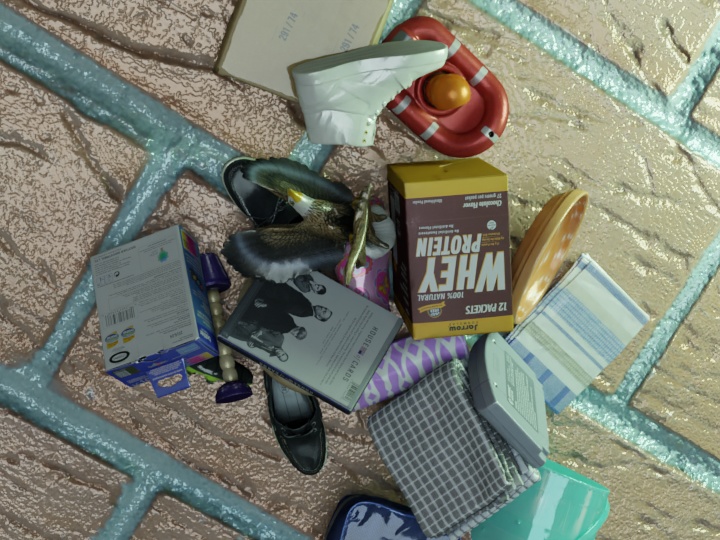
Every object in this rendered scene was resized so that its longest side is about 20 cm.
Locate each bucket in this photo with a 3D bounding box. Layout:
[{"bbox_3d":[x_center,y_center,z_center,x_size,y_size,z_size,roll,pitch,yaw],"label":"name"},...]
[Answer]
[{"bbox_3d":[0.242,0.332,1.686,0.206,0.207,0.136,23,90,-10],"label":"bucket"}]

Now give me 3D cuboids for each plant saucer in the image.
[{"bbox_3d":[0.243,-0.023,1.627,0.037,0.200,0.201,30,97,16],"label":"plant saucer"}]

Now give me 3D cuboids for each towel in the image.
[{"bbox_3d":[0.301,0.091,1.733,0.147,0.024,0.200,41,96,-14],"label":"towel"},{"bbox_3d":[0.117,0.240,1.613,0.165,0.085,0.201,-38,68,21],"label":"towel"}]

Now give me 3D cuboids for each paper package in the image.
[{"bbox_3d":[-0.070,-0.317,1.571,0.189,0.103,0.201,20,98,-11],"label":"paper package"}]

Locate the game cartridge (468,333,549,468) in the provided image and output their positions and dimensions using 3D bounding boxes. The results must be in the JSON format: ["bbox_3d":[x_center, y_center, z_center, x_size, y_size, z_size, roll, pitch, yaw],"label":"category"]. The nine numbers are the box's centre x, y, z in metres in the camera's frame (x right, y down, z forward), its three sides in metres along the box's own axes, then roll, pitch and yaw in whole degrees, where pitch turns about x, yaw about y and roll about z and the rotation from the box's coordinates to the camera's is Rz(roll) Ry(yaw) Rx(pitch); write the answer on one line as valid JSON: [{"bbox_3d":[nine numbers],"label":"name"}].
[{"bbox_3d":[0.198,0.164,1.626,0.040,0.200,0.134,-34,107,19],"label":"game cartridge"}]

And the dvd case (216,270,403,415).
[{"bbox_3d":[-0.064,0.077,1.578,0.199,0.025,0.151,29,64,7],"label":"dvd case"}]

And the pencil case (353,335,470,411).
[{"bbox_3d":[0.056,0.126,1.685,0.199,0.084,0.086,-19,91,-4],"label":"pencil case"}]

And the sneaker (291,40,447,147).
[{"bbox_3d":[0.019,-0.219,1.526,0.198,0.074,0.116,-14,115,-9],"label":"sneaker"}]

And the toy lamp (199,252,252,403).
[{"bbox_3d":[-0.190,0.075,1.626,0.058,0.058,0.202,-12,76,-4],"label":"toy lamp"}]

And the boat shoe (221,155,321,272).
[{"bbox_3d":[-0.110,-0.073,1.636,0.074,0.062,0.200,-39,101,4],"label":"boat shoe"}]

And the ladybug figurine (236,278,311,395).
[{"bbox_3d":[-0.089,0.087,1.625,0.135,0.072,0.200,-32,72,-22],"label":"ladybug figurine"}]

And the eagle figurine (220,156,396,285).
[{"bbox_3d":[-0.066,-0.067,1.553,0.152,0.199,0.152,-43,124,-41],"label":"eagle figurine"}]

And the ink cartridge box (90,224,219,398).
[{"bbox_3d":[-0.266,0.061,1.574,0.136,0.076,0.201,-19,63,11],"label":"ink cartridge box"}]

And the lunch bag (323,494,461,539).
[{"bbox_3d":[0.047,0.400,1.713,0.199,0.132,0.137,22,84,-8],"label":"lunch bag"}]

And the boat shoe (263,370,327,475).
[{"bbox_3d":[-0.091,0.200,1.688,0.074,0.066,0.201,-10,102,-2],"label":"boat shoe"}]

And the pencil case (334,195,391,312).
[{"bbox_3d":[0.000,0.000,1.653,0.087,0.087,0.202,-7,102,-5],"label":"pencil case"}]

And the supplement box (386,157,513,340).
[{"bbox_3d":[0.115,-0.034,1.598,0.132,0.197,0.202,-5,102,-4],"label":"supplement box"}]

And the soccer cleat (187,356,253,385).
[{"bbox_3d":[-0.230,0.097,1.657,0.199,0.068,0.082,26,88,-9],"label":"soccer cleat"}]

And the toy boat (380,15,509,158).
[{"bbox_3d":[0.110,-0.234,1.589,0.200,0.131,0.131,40,95,-17],"label":"toy boat"}]
